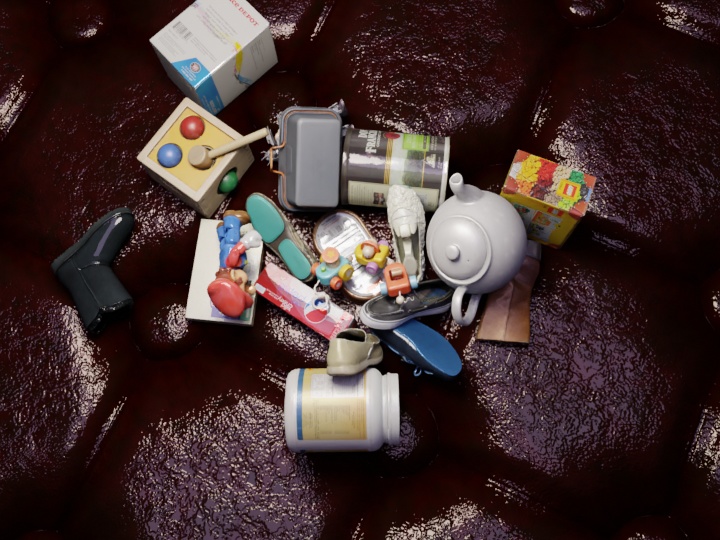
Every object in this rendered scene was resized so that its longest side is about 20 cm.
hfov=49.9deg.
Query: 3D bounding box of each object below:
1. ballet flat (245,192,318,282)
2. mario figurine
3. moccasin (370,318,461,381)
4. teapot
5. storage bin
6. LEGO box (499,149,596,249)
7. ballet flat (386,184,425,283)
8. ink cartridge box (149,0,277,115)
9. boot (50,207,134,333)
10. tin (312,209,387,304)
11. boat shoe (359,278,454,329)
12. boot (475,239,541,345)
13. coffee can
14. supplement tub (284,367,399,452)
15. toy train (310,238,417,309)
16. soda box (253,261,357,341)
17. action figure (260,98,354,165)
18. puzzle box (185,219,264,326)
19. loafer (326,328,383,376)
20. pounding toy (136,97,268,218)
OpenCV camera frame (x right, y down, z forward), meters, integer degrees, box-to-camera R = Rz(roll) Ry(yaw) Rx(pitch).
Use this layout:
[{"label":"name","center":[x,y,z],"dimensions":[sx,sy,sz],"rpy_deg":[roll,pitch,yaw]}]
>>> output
[{"label":"ballet flat","center":[-0.147,-0.063,1.497],"dimensions":[0.068,0.075,0.201],"rpy_deg":[-39,87,15]},{"label":"mario figurine","center":[-0.224,-0.004,1.439],"dimensions":[0.104,0.124,0.203],"rpy_deg":[-6,60,4]},{"label":"moccasin","center":[0.102,0.139,1.438],"dimensions":[0.199,0.069,0.080],"rpy_deg":[40,47,22]},{"label":"teapot","center":[0.190,-0.039,1.366],"dimensions":[0.201,0.145,0.198],"rpy_deg":[50,123,11]},{"label":"storage bin","center":[-0.097,-0.206,1.456],"dimensions":[0.143,0.134,0.204],"rpy_deg":[1,99,-10]},{"label":"LEGO box","center":[0.332,-0.126,1.433],"dimensions":[0.147,0.200,0.078],"rpy_deg":[21,76,7]},{"label":"ballet flat","center":[0.090,-0.059,1.437],"dimensions":[0.071,0.072,0.203],"rpy_deg":[-13,117,-2]},{"label":"ink cartridge box","center":[-0.290,-0.444,1.569],"dimensions":[0.200,0.145,0.147],"rpy_deg":[-42,78,-9]},{"label":"boot","center":[-0.478,0.001,1.487],"dimensions":[0.200,0.076,0.169],"rpy_deg":[-40,73,-2]},{"label":"tin","center":[-0.016,-0.028,1.503],"dimensions":[0.111,0.042,0.201],"rpy_deg":[-35,77,-3]},{"label":"boat shoe","center":[0.092,0.053,1.422],"dimensions":[0.197,0.067,0.070],"rpy_deg":[-8,47,-25]},{"label":"boot","center":[0.243,0.033,1.478],"dimensions":[0.185,0.068,0.203],"rpy_deg":[12,82,-3]},{"label":"coffee can","center":[0.067,-0.191,1.488],"dimensions":[0.196,0.147,0.149],"rpy_deg":[6,75,3]},{"label":"supplement tub","center":[-0.030,0.246,1.372],"dimensions":[0.196,0.145,0.147],"rpy_deg":[-1,74,1]},{"label":"toy train","center":[0.000,0.000,1.405],"dimensions":[0.197,0.056,0.152],"rpy_deg":[-10,47,4]},{"label":"soda box","center":[-0.104,0.066,1.461],"dimensions":[0.199,0.070,0.064],"rpy_deg":[33,83,11]},{"label":"action figure","center":[-0.111,-0.267,1.554],"dimensions":[0.198,0.069,0.132],"rpy_deg":[-25,93,0]},{"label":"puzzle box","center":[-0.261,0.004,1.507],"dimensions":[0.131,0.025,0.203],"rpy_deg":[6,75,3]},{"label":"loafer","center":[-0.007,0.136,1.375],"dimensions":[0.074,0.200,0.070],"rpy_deg":[1,97,14]},{"label":"pounding toy","center":[-0.298,-0.225,1.511],"dimensions":[0.199,0.142,0.185],"rpy_deg":[34,79,11]}]
